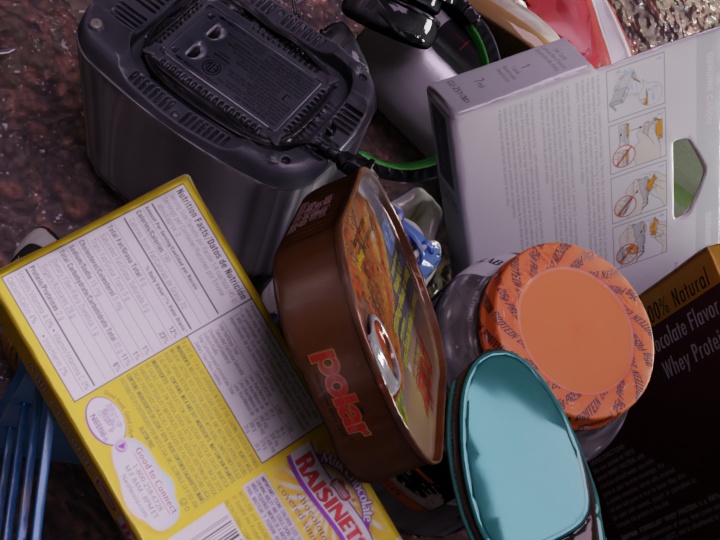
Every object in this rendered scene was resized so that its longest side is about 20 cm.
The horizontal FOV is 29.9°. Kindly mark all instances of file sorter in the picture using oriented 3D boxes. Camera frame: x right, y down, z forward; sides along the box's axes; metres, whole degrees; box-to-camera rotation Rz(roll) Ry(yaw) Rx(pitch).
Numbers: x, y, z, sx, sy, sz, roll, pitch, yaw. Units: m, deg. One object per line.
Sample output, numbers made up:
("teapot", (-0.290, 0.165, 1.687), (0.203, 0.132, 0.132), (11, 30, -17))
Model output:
("file sorter", (-0.108, 0.119, 0.660), (0.137, 0.200, 0.124), (10, 65, -20))

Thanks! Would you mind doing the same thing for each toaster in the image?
("toaster", (-0.077, -0.083, 0.796), (0.199, 0.130, 0.114), (34, 57, 8))

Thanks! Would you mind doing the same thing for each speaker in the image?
("speaker", (0.078, -0.098, 0.919), (0.200, 0.081, 0.081), (45, 57, 1))

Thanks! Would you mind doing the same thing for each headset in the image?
("headset", (0.003, -0.143, 0.834), (0.200, 0.094, 0.124), (42, 92, -11))

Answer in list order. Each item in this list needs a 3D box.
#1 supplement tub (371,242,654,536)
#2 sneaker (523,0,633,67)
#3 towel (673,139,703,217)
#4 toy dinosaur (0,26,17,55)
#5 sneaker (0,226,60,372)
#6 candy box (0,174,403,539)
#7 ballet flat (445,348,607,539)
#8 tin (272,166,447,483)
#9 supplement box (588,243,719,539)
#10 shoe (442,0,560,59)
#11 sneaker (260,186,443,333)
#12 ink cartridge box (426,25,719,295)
("supplement tub", (0.072, 0.069, 0.765), (0.121, 0.200, 0.124), (10, 62, -20))
("sneaker", (0.118, -0.203, 0.988), (0.114, 0.078, 0.202), (-16, 73, -31))
("towel", (0.282, -0.016, 0.960), (0.199, 0.031, 0.150), (40, 98, -1))
("toy dinosaur", (-0.277, -0.162, 0.809), (0.198, 0.105, 0.183), (18, 68, 27))
("sneaker", (-0.107, 0.015, 0.783), (0.197, 0.076, 0.089), (7, 57, -27))
("candy box", (-0.066, 0.068, 0.570), (0.102, 0.026, 0.202), (-29, 86, -31))
("ballet flat", (0.086, 0.138, 0.633), (0.066, 0.071, 0.202), (-17, 68, -12))
("tin", (0.003, 0.022, 0.613), (0.113, 0.041, 0.200), (63, 12, -12))
("supplement box", (0.242, 0.103, 0.829), (0.131, 0.197, 0.202), (-12, 72, -29))
("shoe", (0.072, -0.198, 0.931), (0.053, 0.070, 0.200), (-45, 64, -8))
("sneaker", (0.000, 0.000, 0.781), (0.076, 0.077, 0.200), (40, 21, -4))
("ink cartridge box", (0.137, -0.048, 0.832), (0.171, 0.202, 0.044), (-20, 39, -11))
